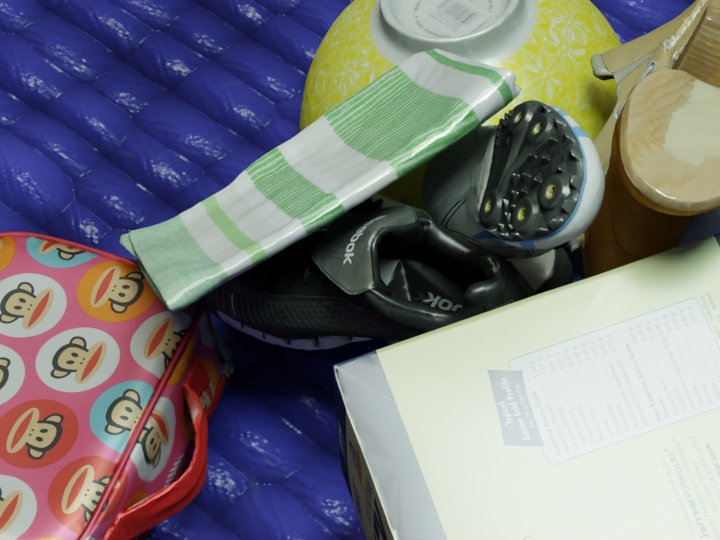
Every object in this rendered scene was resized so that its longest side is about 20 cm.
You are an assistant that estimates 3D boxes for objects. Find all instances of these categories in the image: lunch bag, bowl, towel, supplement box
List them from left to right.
[{"bbox_3d":[-0.157,0.080,1.129,0.175,0.082,0.200,13,53,20],"label":"lunch bag"},{"bbox_3d":[-0.023,-0.050,1.099,0.199,0.023,0.153,-31,16,-7],"label":"towel"},{"bbox_3d":[0.056,-0.117,1.243,0.199,0.108,0.201,-5,49,6],"label":"bowl"},{"bbox_3d":[0.112,0.119,0.974,0.199,0.134,0.201,-18,67,-6],"label":"supplement box"}]

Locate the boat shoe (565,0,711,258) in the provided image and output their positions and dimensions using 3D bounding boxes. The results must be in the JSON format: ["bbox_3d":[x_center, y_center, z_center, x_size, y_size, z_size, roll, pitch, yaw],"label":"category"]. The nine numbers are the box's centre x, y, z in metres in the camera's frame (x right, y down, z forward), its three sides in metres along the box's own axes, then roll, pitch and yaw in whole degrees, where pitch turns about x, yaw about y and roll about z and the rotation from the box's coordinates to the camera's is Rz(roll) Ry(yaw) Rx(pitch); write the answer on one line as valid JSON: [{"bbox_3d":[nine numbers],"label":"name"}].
[{"bbox_3d":[0.157,-0.099,1.173,0.076,0.072,0.201,29,91,12],"label":"boat shoe"}]

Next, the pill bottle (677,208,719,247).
[{"bbox_3d":[0.250,-0.072,1.163,0.112,0.113,0.200,16,55,23],"label":"pill bottle"}]

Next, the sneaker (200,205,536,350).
[{"bbox_3d":[0.000,0.000,1.085,0.199,0.091,0.067,12,62,24],"label":"sneaker"}]

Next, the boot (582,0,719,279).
[{"bbox_3d":[0.140,-0.030,1.027,0.070,0.145,0.201,25,33,4],"label":"boot"}]

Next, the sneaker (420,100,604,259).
[{"bbox_3d":[0.085,-0.038,1.067,0.072,0.200,0.072,24,88,-12],"label":"sneaker"}]

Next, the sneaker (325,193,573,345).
[{"bbox_3d":[0.013,-0.005,1.174,0.199,0.080,0.074,2,47,10],"label":"sneaker"}]
